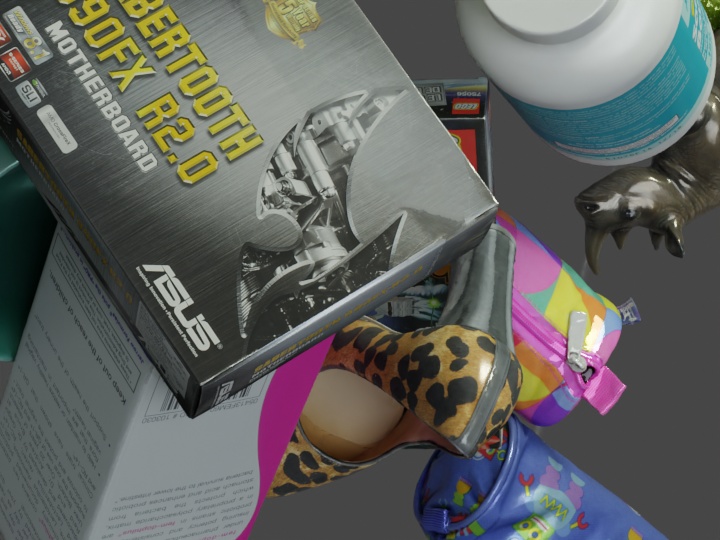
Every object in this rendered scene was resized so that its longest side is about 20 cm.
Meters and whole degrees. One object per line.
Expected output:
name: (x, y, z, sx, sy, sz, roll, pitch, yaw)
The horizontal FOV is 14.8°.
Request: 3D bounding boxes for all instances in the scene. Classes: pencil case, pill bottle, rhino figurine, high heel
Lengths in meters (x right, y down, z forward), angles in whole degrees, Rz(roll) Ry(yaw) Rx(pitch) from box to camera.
pencil case: (0.052, -0.003, 1.433, 0.200, 0.088, 0.089, 39, 83, -21)
pencil case: (0.117, 0.161, 1.489, 0.200, 0.078, 0.087, 40, 69, -22)
pill bottle: (0.110, -0.124, 1.361, 0.110, 0.200, 0.112, -2, 80, 14)
rhino figurine: (0.180, -0.082, 1.488, 0.087, 0.060, 0.201, 34, 86, -20)
high heel: (0.002, 0.078, 1.308, 0.071, 0.143, 0.200, 34, 122, -18)

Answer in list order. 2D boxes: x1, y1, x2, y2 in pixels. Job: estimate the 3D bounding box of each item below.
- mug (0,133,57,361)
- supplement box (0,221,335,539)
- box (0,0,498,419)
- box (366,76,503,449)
mug: (-0.156, -0.040, 1.319, 0.151, 0.115, 0.186, -21, 145, -19)
supplement box: (-0.099, 0.063, 1.302, 0.101, 0.104, 0.201, -10, 139, -34)
box: (-0.060, -0.060, 1.201, 0.158, 0.048, 0.201, -30, 76, -18)
box: (0.000, 0.000, 1.366, 0.136, 0.040, 0.201, -1, 125, 6)
